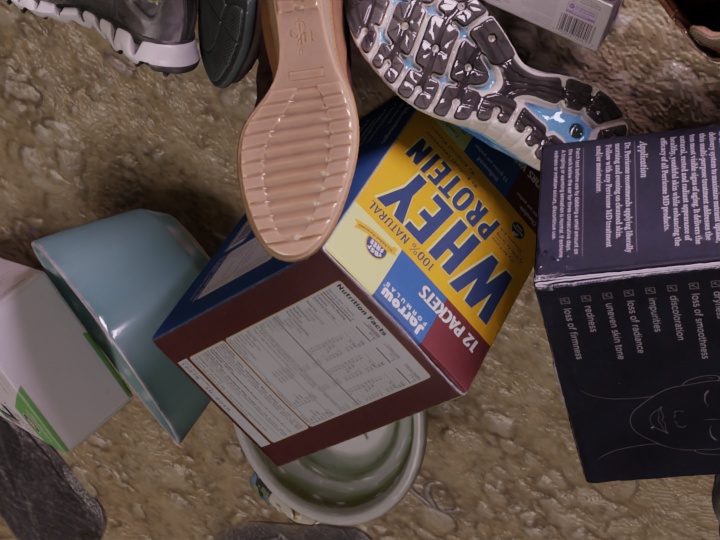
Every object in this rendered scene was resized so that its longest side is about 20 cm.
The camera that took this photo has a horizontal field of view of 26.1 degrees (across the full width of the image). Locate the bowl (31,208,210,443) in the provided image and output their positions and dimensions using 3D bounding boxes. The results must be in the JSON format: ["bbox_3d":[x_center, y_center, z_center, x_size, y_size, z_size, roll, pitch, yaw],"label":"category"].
[{"bbox_3d":[-0.166,0.029,1.257,0.201,0.105,0.201,49,166,16],"label":"bowl"}]

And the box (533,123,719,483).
[{"bbox_3d":[0.221,0.021,0.953,0.196,0.124,0.200,-5,136,16],"label":"box"}]

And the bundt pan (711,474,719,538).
[{"bbox_3d":[0.343,0.176,1.114,0.201,0.076,0.202,18,136,18],"label":"bundt pan"}]

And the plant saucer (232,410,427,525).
[{"bbox_3d":[-0.019,0.106,1.274,0.200,0.050,0.201,9,105,36],"label":"plant saucer"}]

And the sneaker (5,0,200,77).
[{"bbox_3d":[-0.190,-0.215,1.103,0.200,0.066,0.091,28,121,24],"label":"sneaker"}]

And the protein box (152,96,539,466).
[{"bbox_3d":[0.000,0.000,1.076,0.135,0.199,0.200,47,138,-16],"label":"protein box"}]

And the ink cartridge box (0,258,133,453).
[{"bbox_3d":[-0.309,0.067,1.386,0.200,0.084,0.146,11,138,57],"label":"ink cartridge box"}]

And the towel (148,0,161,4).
[{"bbox_3d":[-0.106,-0.272,0.961,0.200,0.036,0.149,-40,66,47],"label":"towel"}]

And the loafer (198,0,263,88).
[{"bbox_3d":[-0.063,-0.199,1.033,0.072,0.063,0.200,62,153,29],"label":"loafer"}]

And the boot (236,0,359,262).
[{"bbox_3d":[-0.032,-0.087,0.994,0.072,0.201,0.166,0,166,4],"label":"boot"}]

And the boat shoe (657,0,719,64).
[{"bbox_3d":[0.209,-0.146,0.876,0.076,0.072,0.200,-18,131,44],"label":"boat shoe"}]

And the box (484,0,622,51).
[{"bbox_3d":[0.068,-0.199,0.960,0.200,0.039,0.041,26,138,10],"label":"box"}]

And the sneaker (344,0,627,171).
[{"bbox_3d":[0.070,-0.116,0.998,0.200,0.078,0.090,34,173,-14],"label":"sneaker"}]

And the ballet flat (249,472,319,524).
[{"bbox_3d":[-0.039,0.189,1.378,0.074,0.074,0.200,42,140,-8],"label":"ballet flat"}]
